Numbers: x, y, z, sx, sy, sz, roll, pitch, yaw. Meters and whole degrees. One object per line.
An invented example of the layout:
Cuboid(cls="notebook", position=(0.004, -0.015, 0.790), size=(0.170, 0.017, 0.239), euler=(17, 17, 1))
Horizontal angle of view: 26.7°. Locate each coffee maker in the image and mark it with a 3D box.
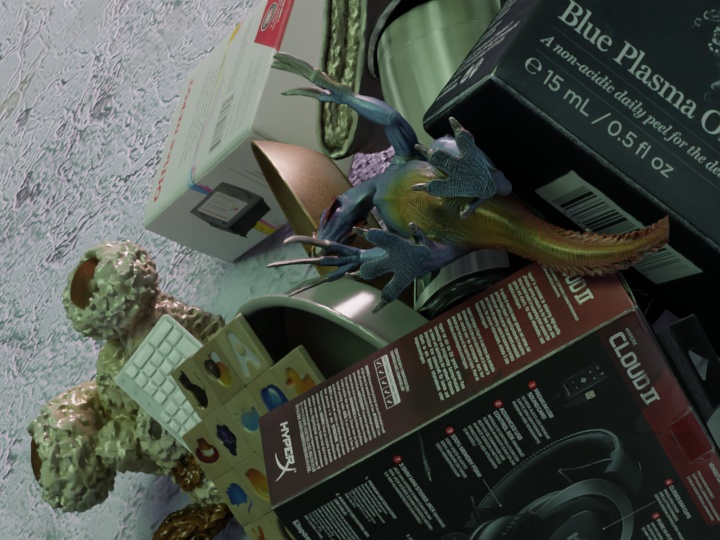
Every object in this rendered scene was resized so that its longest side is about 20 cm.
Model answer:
Cuboid(cls="coffee maker", position=(0.109, -0.060, 0.837), size=(0.191, 0.135, 0.201), euler=(-12, 64, 5))

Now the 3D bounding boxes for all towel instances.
Cuboid(cls="towel", position=(0.009, -0.171, 0.955), size=(0.034, 0.133, 0.201), euler=(7, 98, 14))

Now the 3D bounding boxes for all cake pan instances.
Cuboid(cls="cake pan", position=(0.014, 0.082, 0.828), size=(0.037, 0.201, 0.200), euler=(-44, 27, -29))

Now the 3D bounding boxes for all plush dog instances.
Cuboid(cls="plush dog", position=(-0.115, 0.094, 1.034), size=(0.172, 0.160, 0.201), euler=(36, 115, 39))

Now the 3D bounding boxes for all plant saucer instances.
Cuboid(cls="plant saucer", position=(0.000, 0.000, 0.907), size=(0.035, 0.201, 0.200), euler=(-31, 37, -4))

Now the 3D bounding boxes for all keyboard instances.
Cuboid(cls="keyboard", position=(-0.067, 0.110, 0.940), size=(0.200, 0.011, 0.056), euler=(40, 102, 15))

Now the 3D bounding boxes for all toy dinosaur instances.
Cuboid(cls="toy dinosaur", position=(0.028, -0.018, 0.723), size=(0.181, 0.199, 0.105), euler=(-20, -46, -85))

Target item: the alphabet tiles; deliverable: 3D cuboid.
Cuboid(cls="alphabet tiles", position=(-0.032, 0.124, 0.847), size=(0.006, 0.200, 0.166), euler=(-32, -4, -35))

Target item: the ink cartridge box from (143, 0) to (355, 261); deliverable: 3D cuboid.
Cuboid(cls="ink cartridge box", position=(-0.072, -0.110, 1.114), size=(0.200, 0.085, 0.148), euler=(-32, 40, 57))

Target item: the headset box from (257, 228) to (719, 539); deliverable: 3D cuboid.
Cuboid(cls="headset box", position=(0.076, 0.089, 0.696), size=(0.200, 0.149, 0.077), euler=(-31, 29, 7))

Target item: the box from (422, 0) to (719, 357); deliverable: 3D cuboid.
Cuboid(cls="box", position=(0.171, -0.097, 0.710), size=(0.200, 0.196, 0.117), euler=(-56, 7, -12))
